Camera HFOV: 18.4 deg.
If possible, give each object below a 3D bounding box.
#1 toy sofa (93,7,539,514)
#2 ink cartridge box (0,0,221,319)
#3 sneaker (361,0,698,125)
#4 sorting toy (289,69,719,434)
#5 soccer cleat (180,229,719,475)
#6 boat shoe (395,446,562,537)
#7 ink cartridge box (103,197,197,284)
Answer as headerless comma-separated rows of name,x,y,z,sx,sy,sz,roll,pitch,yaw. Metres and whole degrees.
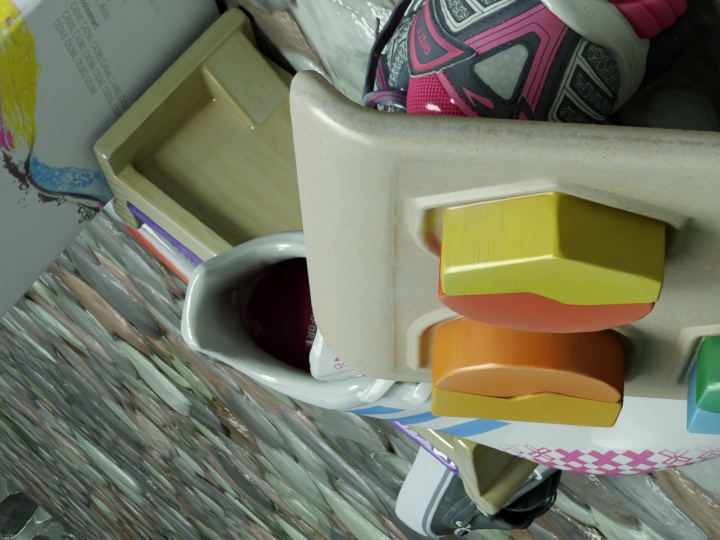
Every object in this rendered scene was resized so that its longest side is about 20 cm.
toy sofa,0.000,0.000,0.842,0.200,0.083,0.098,38,165,21
ink cartridge box,-0.173,-0.081,0.833,0.146,0.200,0.146,37,167,22
sneaker,0.029,-0.046,0.643,0.081,0.075,0.200,41,167,5
sorting toy,0.081,0.010,0.568,0.199,0.037,0.185,8,161,4
soccer cleat,0.034,0.027,0.710,0.199,0.070,0.086,7,-177,26
boat shoe,0.059,0.087,0.973,0.057,0.069,0.200,39,163,11
ink cartridge box,-0.077,-0.021,1.004,0.162,0.050,0.200,42,174,3
